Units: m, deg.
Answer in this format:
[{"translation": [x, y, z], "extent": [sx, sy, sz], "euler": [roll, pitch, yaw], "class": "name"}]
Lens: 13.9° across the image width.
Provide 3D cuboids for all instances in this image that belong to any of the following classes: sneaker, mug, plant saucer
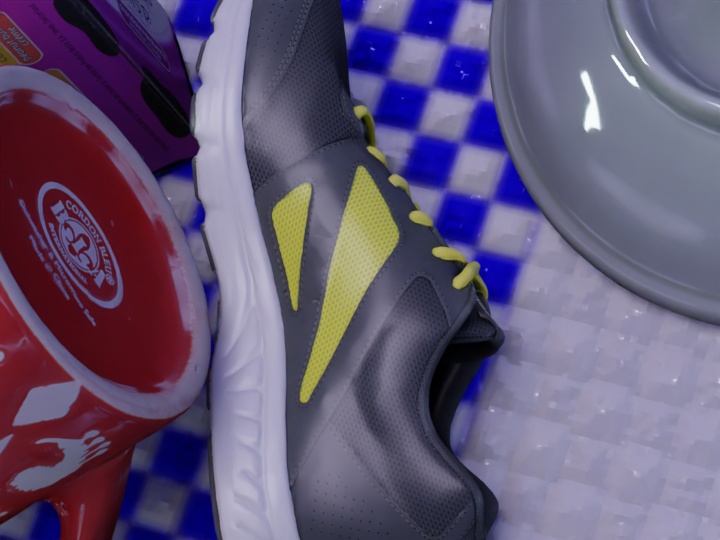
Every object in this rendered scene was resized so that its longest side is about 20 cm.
[{"translation": [0.000, 0.000, 0.869], "extent": [0.084, 0.074, 0.200], "euler": [-6, 78, 10], "class": "sneaker"}, {"translation": [-0.139, 0.045, 0.849], "extent": [0.200, 0.178, 0.134], "euler": [-29, 38, 24], "class": "mug"}, {"translation": [0.129, -0.083, 0.861], "extent": [0.200, 0.050, 0.201], "euler": [-6, 69, 16], "class": "plant saucer"}]

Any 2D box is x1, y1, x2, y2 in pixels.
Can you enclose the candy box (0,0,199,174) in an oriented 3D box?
[{"translation": [-0.165, -0.047, 0.898], "extent": [0.200, 0.136, 0.061], "euler": [-23, 64, 9], "class": "candy box"}]
